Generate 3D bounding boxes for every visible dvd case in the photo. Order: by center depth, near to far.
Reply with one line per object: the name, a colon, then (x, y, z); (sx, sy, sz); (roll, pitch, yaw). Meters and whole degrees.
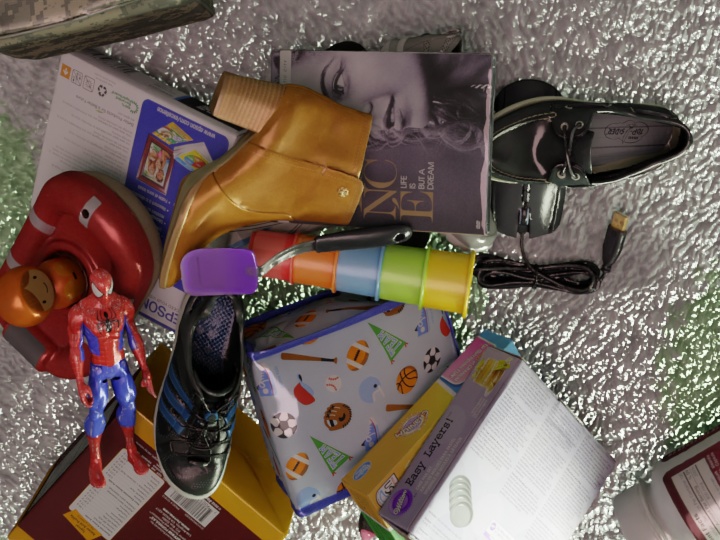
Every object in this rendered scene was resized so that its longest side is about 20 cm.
dvd case: (0.015, -0.111, 1.121); (0.197, 0.016, 0.151); (4, 99, 19)

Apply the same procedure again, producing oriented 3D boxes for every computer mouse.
computer mouse: (0.175, -0.064, 1.181); (0.138, 0.046, 0.203); (8, 112, 4)

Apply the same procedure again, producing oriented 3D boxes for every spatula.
spatula: (-0.051, -0.014, 1.094); (0.197, 0.021, 0.057); (-14, 139, -11)

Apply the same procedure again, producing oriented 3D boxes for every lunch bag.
lunch bag: (-0.226, -0.280, 1.093); (0.197, 0.139, 0.170); (-12, 92, 8)
lunch bag: (-0.001, 0.104, 1.223); (0.198, 0.124, 0.172); (-20, 109, -11)

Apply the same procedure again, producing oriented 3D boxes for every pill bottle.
pill bottle: (0.345, 0.207, 1.233); (0.199, 0.114, 0.115); (-34, 104, 17)

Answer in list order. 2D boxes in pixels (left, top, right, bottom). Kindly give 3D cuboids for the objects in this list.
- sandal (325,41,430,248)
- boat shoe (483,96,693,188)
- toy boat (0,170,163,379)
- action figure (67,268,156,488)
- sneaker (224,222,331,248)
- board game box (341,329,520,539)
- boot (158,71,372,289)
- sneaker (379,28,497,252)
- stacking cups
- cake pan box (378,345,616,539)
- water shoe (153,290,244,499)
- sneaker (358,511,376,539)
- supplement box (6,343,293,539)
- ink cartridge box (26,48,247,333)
sandal: (0.017, -0.105, 1.166); (0.045, 0.075, 0.202); (1, 117, 52)
boat shoe: (0.192, -0.106, 1.119); (0.196, 0.066, 0.076); (-1, 105, -16)
toy boat: (-0.265, 0.010, 1.143); (0.130, 0.130, 0.201); (40, 118, 10)
action figure: (-0.214, 0.090, 1.125); (0.065, 0.052, 0.203); (-12, 117, -21)
sneaker: (-0.099, -0.041, 1.214); (0.198, 0.072, 0.073); (-28, 85, 17)
board game box: (0.091, 0.178, 1.207); (0.200, 0.040, 0.154); (-45, 125, -21)
boot: (-0.078, -0.056, 1.096); (0.142, 0.071, 0.203); (18, 108, -16)
sneaker: (0.082, -0.112, 1.141); (0.081, 0.075, 0.202); (-15, 104, 30)
stacking cups: (0.000, 0.000, 1.155); (0.197, 0.061, 0.061); (7, 112, 7)
cake pan box: (0.131, 0.198, 1.186); (0.200, 0.052, 0.185); (44, 76, -37)
water shoe: (-0.140, 0.109, 1.142); (0.070, 0.079, 0.203); (3, 101, -14)
sneaker: (0.080, 0.262, 1.277); (0.198, 0.096, 0.079); (29, 144, -13)
supplement box: (-0.195, 0.226, 1.288); (0.197, 0.133, 0.200); (41, 110, -10)
ink cartridge box: (-0.205, -0.073, 1.189); (0.196, 0.047, 0.202); (26, 116, 18)
